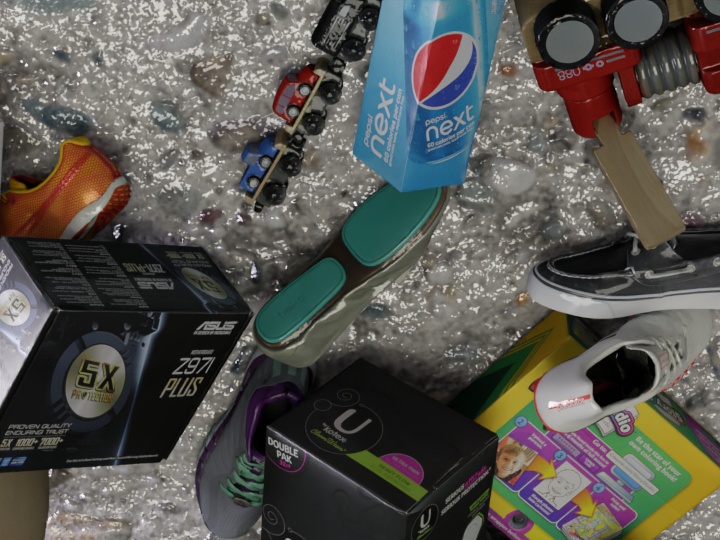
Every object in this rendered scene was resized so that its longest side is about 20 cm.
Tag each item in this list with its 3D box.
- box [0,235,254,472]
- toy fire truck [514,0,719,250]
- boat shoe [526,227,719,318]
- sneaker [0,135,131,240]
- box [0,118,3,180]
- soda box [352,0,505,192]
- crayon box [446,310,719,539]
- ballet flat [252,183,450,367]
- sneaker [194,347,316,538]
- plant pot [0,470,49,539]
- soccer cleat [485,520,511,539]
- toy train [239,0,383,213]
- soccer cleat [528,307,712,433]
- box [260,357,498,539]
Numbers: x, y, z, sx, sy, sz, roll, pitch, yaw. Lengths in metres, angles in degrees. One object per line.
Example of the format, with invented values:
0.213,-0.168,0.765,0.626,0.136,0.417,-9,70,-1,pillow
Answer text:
-0.208,0.066,1.344,0.199,0.086,0.164,3,127,-47,box
0.221,-0.138,1.281,0.175,0.129,0.201,-16,129,8,toy fire truck
0.230,-0.008,1.370,0.198,0.072,0.068,0,121,-3,boat shoe
-0.261,-0.029,1.372,0.200,0.073,0.077,-42,84,21,sneaker
-0.348,-0.043,1.332,0.155,0.041,0.201,22,120,21,box
0.053,-0.163,1.275,0.064,0.068,0.201,-10,125,-34,soda box
0.178,0.153,1.465,0.200,0.058,0.172,40,110,-19,crayon box
0.000,0.000,1.382,0.200,0.068,0.064,-42,141,7,ballet flat
-0.093,0.156,1.449,0.074,0.088,0.201,15,117,-8,sneaker
-0.332,0.159,1.414,0.199,0.200,0.135,27,79,-14,plant pot
0.148,0.294,1.542,0.073,0.068,0.200,-24,117,44,soccer cleat
-0.043,-0.129,1.325,0.046,0.034,0.201,26,115,-10,toy train
0.219,0.071,1.359,0.199,0.085,0.069,-24,93,-33,soccer cleat
0.011,0.204,1.411,0.148,0.124,0.201,28,131,28,box
